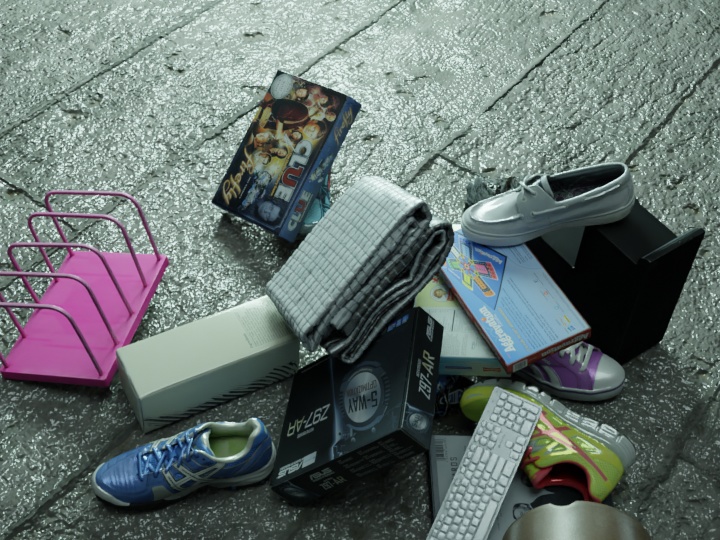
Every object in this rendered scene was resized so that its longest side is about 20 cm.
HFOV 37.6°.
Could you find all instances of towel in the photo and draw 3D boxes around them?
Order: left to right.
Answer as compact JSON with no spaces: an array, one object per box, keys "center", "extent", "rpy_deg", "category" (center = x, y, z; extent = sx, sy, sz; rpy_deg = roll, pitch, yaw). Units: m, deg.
[{"center":[0.000,0.000,1.179],"extent":[0.200,0.085,0.166],"rpy_deg":[-51,28,0],"category":"towel"}]

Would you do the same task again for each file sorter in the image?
[{"center":[-0.336,0.013,1.231],"extent":[0.138,0.126,0.201],"rpy_deg":[2,46,16],"category":"file sorter"}]

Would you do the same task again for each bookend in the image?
[{"center":[0.291,-0.021,1.289],"extent":[0.092,0.200,0.200],"rpy_deg":[-26,54,-24],"category":"bookend"}]

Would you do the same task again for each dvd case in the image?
[{"center":[0.174,0.248,1.150],"extent":[0.198,0.025,0.151],"rpy_deg":[1,47,-3],"category":"dvd case"}]

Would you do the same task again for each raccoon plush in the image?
[{"center":[0.225,-0.079,1.360],"extent":[0.133,0.098,0.200],"rpy_deg":[-8,8,-23],"category":"raccoon plush"}]

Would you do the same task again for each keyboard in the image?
[{"center":[0.126,0.221,1.102],"extent":[0.056,0.011,0.201],"rpy_deg":[21,73,19],"category":"keyboard"}]

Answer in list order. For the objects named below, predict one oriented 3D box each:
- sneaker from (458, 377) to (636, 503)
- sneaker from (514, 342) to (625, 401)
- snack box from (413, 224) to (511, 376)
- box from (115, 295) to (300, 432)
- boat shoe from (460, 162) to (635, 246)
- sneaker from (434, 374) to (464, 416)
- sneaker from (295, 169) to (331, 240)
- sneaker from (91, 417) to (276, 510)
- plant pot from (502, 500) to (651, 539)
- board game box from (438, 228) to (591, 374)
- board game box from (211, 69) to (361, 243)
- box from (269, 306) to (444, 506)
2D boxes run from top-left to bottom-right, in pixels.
[{"center":[0.191,0.186,1.143],"extent":[0.199,0.078,0.091],"rpy_deg":[22,60,21],"category":"sneaker"},{"center":[0.224,0.080,1.249],"extent":[0.199,0.115,0.073],"rpy_deg":[19,47,10],"category":"sneaker"},{"center":[0.122,0.029,1.217],"extent":[0.115,0.037,0.201],"rpy_deg":[1,49,14],"category":"snack box"},{"center":[-0.173,0.105,1.220],"extent":[0.199,0.069,0.082],"rpy_deg":[-19,50,-21],"category":"box"},{"center":[0.209,-0.080,1.196],"extent":[0.198,0.069,0.072],"rpy_deg":[-6,47,11],"category":"boat shoe"},{"center":[0.071,0.137,1.206],"extent":[0.088,0.079,0.201],"rpy_deg":[17,48,14],"category":"sneaker"},{"center":[-0.076,-0.129,1.425],"extent":[0.079,0.096,0.201],"rpy_deg":[1,47,-4],"category":"sneaker"},{"center":[-0.188,0.198,1.127],"extent":[0.198,0.077,0.076],"rpy_deg":[-13,51,-14],"category":"sneaker"},{"center":[0.200,0.336,0.970],"extent":[0.198,0.201,0.199],"rpy_deg":[8,39,2],"category":"plant pot"},{"center":[0.160,0.020,1.178],"extent":[0.102,0.020,0.201],"rpy_deg":[-22,49,-11],"category":"board game box"},{"center":[-0.098,-0.152,1.389],"extent":[0.135,0.035,0.201],"rpy_deg":[25,87,35],"category":"board game box"},{"center":[-0.004,0.145,1.125],"extent":[0.043,0.199,0.161],"rpy_deg":[38,41,-27],"category":"box"}]
